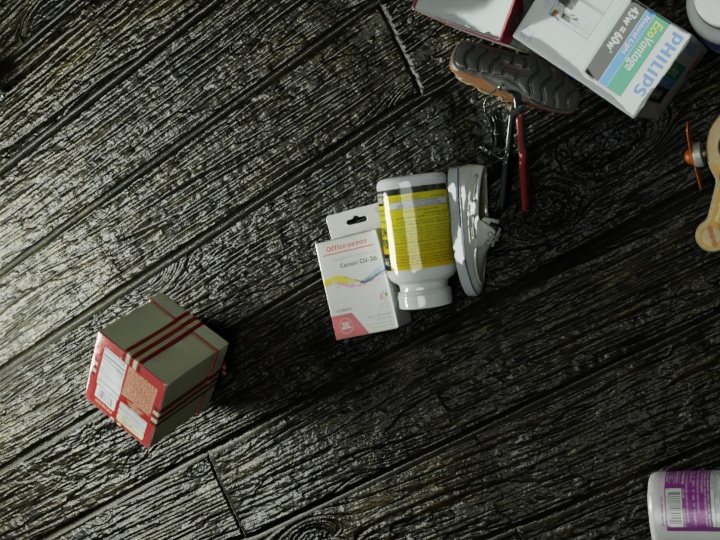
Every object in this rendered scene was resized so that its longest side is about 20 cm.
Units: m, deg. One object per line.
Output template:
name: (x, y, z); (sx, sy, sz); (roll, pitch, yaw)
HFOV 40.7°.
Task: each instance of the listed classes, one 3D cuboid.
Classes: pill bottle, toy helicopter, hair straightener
pill bottle: (0.090, -0.046, 1.499); (0.111, 0.112, 0.203); (-6, 93, 24)
pill bottle: (0.480, -0.342, 1.248); (0.111, 0.200, 0.114); (3, 97, 23)
pill bottle: (0.510, 0.335, 1.355); (0.198, 0.112, 0.114); (-7, 93, 24)
toy helicopter: (0.497, -0.126, 1.333); (0.131, 0.079, 0.202); (18, 106, 22)
hair straightener: (0.209, -0.182, 1.435); (0.076, 0.041, 0.202); (6, 125, 24)

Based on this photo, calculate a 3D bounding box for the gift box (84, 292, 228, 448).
gift box: (-0.355, 0.172, 1.685); (0.184, 0.186, 0.201); (38, 128, 13)

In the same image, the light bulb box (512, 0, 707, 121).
light bulb box: (0.342, -0.308, 1.314); (0.199, 0.198, 0.125); (39, 111, 16)

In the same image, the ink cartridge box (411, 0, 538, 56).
ink cartridge box: (0.190, -0.402, 1.371); (0.144, 0.199, 0.147); (25, 104, 22)

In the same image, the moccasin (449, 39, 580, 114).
moccasin: (0.227, -0.278, 1.437); (0.199, 0.078, 0.075); (15, 85, 6)

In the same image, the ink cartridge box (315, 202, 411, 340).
ink cartridge box: (0.000, 0.000, 1.568); (0.115, 0.067, 0.203); (-13, 90, 25)

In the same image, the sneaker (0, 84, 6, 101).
sneaker: (-0.766, -0.367, 1.868); (0.198, 0.066, 0.092); (5, 100, 25)

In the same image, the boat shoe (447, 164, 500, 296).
boat shoe: (0.180, -0.063, 1.485); (0.069, 0.071, 0.203); (-6, 90, 21)
